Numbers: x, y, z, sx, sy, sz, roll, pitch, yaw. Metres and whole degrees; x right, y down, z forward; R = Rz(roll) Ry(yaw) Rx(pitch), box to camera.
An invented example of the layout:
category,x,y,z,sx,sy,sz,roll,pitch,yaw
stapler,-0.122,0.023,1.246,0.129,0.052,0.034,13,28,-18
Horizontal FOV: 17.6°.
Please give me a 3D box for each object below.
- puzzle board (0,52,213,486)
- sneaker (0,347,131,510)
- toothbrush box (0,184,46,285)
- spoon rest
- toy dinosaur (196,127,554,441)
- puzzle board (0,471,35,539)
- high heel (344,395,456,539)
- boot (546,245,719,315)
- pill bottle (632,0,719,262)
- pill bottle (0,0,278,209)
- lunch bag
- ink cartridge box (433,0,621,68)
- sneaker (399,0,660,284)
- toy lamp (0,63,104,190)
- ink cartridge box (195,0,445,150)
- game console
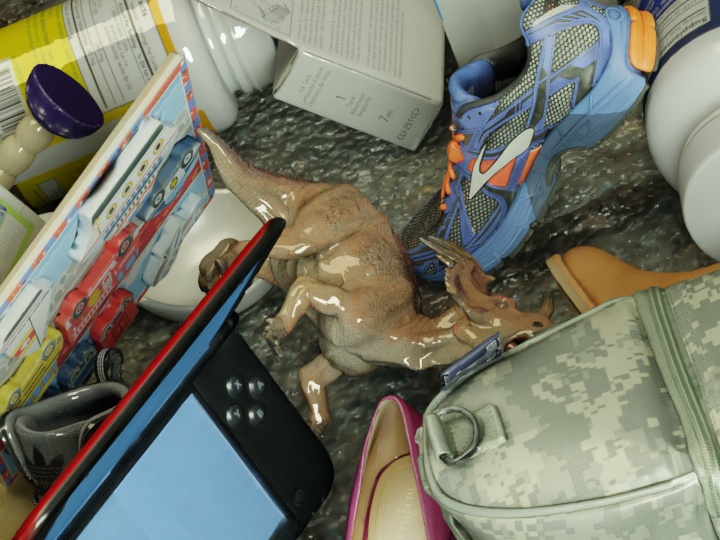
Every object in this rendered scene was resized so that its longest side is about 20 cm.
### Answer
category,x,y,z,sx,sy,sz,roll,pitch,yaw
puzzle board,-0.136,0.004,1.185,0.017,0.151,0.201,28,70,14
sneaker,-0.143,0.131,1.119,0.075,0.114,0.201,-2,44,27
toothbrush box,-0.259,0.001,1.211,0.086,0.200,0.146,11,68,36
spoon rest,-0.130,-0.006,1.315,0.199,0.061,0.100,-7,41,22
toy dinosaur,0.000,0.000,1.182,0.135,0.086,0.200,-32,72,-14
puzzle board,-0.251,0.146,1.241,0.199,0.017,0.151,22,59,44
high heel,0.010,0.154,1.024,0.067,0.096,0.201,-3,43,25
boot,0.193,0.002,1.082,0.156,0.077,0.200,-51,47,-1
pill bottle,0.203,-0.097,1.192,0.119,0.120,0.201,-14,40,14
pill bottle,-0.148,-0.117,1.414,0.199,0.110,0.110,-22,38,3
lunch bag,0.125,0.108,0.932,0.167,0.201,0.140,-20,38,4
ink cartridge box,0.118,-0.213,1.375,0.067,0.116,0.200,8,49,34
sneaker,0.072,-0.074,1.215,0.200,0.078,0.076,-53,20,32
toy lamp,-0.233,-0.034,1.353,0.200,0.058,0.058,-47,34,18
ink cartridge box,-0.034,-0.177,1.388,0.175,0.045,0.201,21,39,-14
game console,-0.076,0.105,1.049,0.118,0.173,0.200,-4,40,49
